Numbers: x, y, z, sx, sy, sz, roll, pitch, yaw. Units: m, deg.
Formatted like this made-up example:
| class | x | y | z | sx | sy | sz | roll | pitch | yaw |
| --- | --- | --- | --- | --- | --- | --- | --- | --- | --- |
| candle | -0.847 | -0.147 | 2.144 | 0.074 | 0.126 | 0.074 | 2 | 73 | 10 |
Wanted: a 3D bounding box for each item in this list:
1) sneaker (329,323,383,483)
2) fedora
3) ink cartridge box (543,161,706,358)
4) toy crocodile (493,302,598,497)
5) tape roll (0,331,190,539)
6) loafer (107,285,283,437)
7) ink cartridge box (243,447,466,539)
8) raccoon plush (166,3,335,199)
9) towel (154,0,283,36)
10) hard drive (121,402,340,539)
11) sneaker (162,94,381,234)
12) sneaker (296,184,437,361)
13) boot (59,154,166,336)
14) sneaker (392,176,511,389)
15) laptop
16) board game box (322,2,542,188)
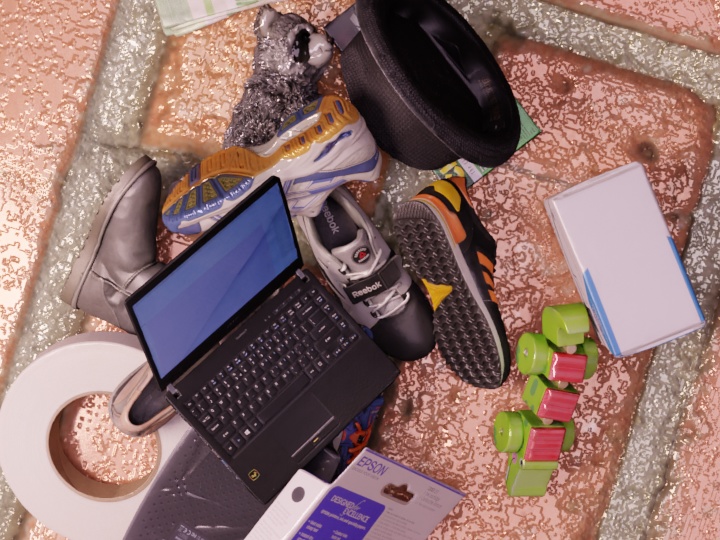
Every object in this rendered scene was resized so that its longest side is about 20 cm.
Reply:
| class | x | y | z | sx | sy | sz | roll | pitch | yaw |
| --- | --- | --- | --- | --- | --- | --- | --- | --- | --- |
| sneaker | -0.017 | 0.137 | 1.496 | 0.078 | 0.075 | 0.200 | -7 | 94 | 16 |
| fedora | 0.047 | -0.159 | 1.454 | 0.092 | 0.201 | 0.201 | -38 | 90 | 33 |
| ink cartridge box | 0.225 | -0.011 | 1.433 | 0.086 | 0.200 | 0.147 | -22 | 90 | 3 |
| toy crocodile | 0.170 | 0.118 | 1.485 | 0.067 | 0.062 | 0.200 | 6 | 111 | -19 |
| tape roll | -0.230 | 0.155 | 1.506 | 0.202 | 0.037 | 0.203 | 1 | 104 | 6 |
| loafer | -0.137 | 0.070 | 1.438 | 0.072 | 0.063 | 0.200 | 45 | 81 | -9 |
| ink cartridge box | -0.022 | 0.241 | 1.448 | 0.200 | 0.198 | 0.043 | -50 | 55 | 4 |
| raccoon plush | -0.108 | -0.153 | 1.500 | 0.200 | 0.097 | 0.134 | -23 | 82 | 2 |
| towel | -0.106 | -0.314 | 1.528 | 0.200 | 0.023 | 0.153 | -16 | 90 | 3 |
| hard drive | -0.116 | 0.206 | 1.465 | 0.135 | 0.042 | 0.200 | 32 | 106 | -1 |
| sneaker | -0.074 | -0.069 | 1.427 | 0.200 | 0.075 | 0.088 | -25 | 130 | 18 |
| sneaker | 0.000 | 0.000 | 1.497 | 0.074 | 0.089 | 0.200 | -36 | 91 | 0 |
| boot | -0.155 | 0.015 | 1.498 | 0.200 | 0.073 | 0.182 | 32 | 118 | 8 |
| sneaker | 0.104 | 0.009 | 1.502 | 0.090 | 0.070 | 0.200 | -39 | 114 | -40 |
| laptop | -0.076 | 0.058 | 1.380 | 0.177 | 0.103 | 0.200 | -42 | 90 | -24 |
| board game box | 0.066 | -0.175 | 1.524 | 0.105 | 0.023 | 0.200 | -37 | 90 | 1 |
